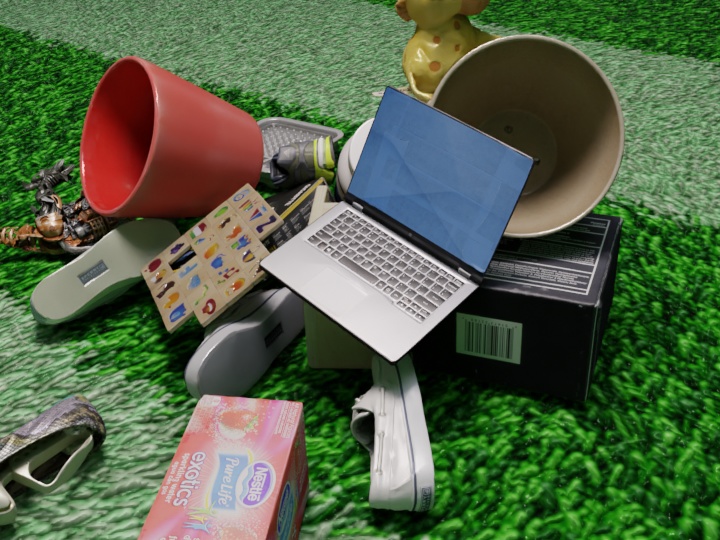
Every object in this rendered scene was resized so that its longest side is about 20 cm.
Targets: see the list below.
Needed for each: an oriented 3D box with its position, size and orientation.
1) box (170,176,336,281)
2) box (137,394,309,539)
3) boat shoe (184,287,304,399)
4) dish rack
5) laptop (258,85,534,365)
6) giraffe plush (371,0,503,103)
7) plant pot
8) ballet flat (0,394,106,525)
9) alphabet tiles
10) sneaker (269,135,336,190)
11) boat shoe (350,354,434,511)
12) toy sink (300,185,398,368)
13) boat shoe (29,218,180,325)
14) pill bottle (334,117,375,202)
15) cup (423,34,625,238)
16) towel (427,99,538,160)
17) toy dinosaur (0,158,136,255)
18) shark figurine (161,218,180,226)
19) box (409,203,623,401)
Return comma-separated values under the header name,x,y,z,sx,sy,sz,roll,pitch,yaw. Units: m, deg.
name,x,y,z,sx,sy,sz,roll,pitch,yaw
box,-0.139,-0.036,1.053,0.159,0.050,0.200,-17,20,34
box,-0.104,0.201,0.663,0.094,0.103,0.201,2,30,7
boat shoe,-0.131,0.076,0.902,0.065,0.074,0.200,4,21,27
dish rack,-0.139,-0.190,1.374,0.170,0.044,0.200,16,36,29
laptop,0.029,-0.051,0.809,0.187,0.117,0.200,33,57,30
giraffe plush,0.104,-0.310,1.045,0.199,0.163,0.172,-18,34,-26
plant pot,-0.233,-0.153,1.078,0.176,0.202,0.200,8,18,-42
ballet flat,-0.308,0.182,0.746,0.072,0.073,0.200,22,40,34
alphabet tiles,-0.160,-0.014,0.938,0.167,0.008,0.200,-39,34,-4
sneaker,-0.086,-0.134,1.159,0.080,0.200,0.075,2,74,-11
boat shoe,0.022,0.137,0.788,0.065,0.074,0.200,-1,30,-7
toy sink,0.000,0.000,0.964,0.111,0.131,0.201,0,30,3
boat shoe,-0.312,0.001,1.029,0.200,0.070,0.071,-35,4,-31
pill bottle,0.026,-0.117,1.078,0.115,0.117,0.200,-6,-10,-6
cup,0.169,-0.133,0.911,0.198,0.202,0.143,1,0,6
towel,0.154,-0.127,1.029,0.131,0.201,0.035,-17,28,1
toy dinosaur,-0.411,-0.070,1.153,0.198,0.103,0.136,6,42,-30
shark figurine,-0.265,-0.093,1.194,0.128,0.090,0.215,34,43,-5
box,0.169,0.022,0.920,0.198,0.124,0.199,10,33,20
